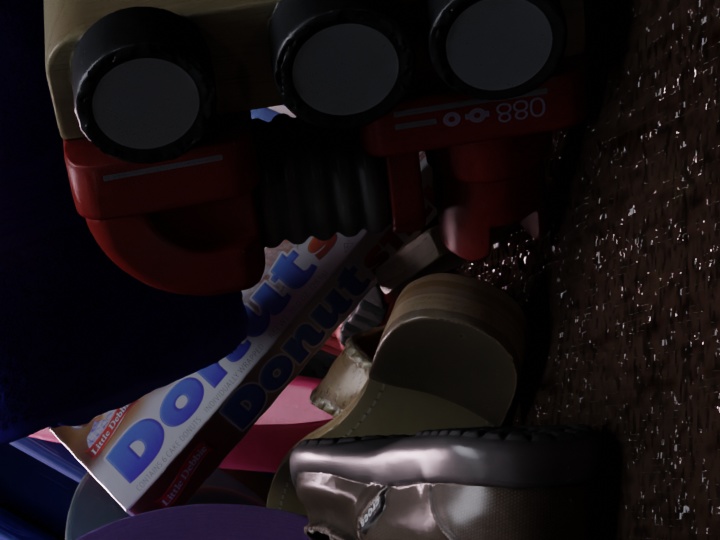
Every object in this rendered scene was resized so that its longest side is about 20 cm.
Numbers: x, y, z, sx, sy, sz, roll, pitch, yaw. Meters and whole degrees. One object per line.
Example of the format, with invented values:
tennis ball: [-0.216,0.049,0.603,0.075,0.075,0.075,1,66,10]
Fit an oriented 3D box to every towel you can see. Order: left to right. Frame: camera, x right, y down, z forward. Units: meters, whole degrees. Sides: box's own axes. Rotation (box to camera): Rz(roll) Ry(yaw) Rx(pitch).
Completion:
towel: [-0.102,-0.049,0.937,0.147,0.049,0.201,-28,-70,-53]

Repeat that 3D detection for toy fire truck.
toy fire truck: [-0.010,-0.039,0.914,0.129,0.175,0.201,-102,2,-53]

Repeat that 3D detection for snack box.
snack box: [-0.037,0.008,1.037,0.200,0.024,0.072,-49,42,-3]

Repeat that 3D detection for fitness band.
fitness band: [-0.074,0.061,1.143,0.199,0.143,0.038,8,91,36]

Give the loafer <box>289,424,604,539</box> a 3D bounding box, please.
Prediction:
loafer: [0.023,0.091,0.894,0.200,0.073,0.071,160,109,-74]

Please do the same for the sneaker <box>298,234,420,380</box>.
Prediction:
sneaker: [0.000,0.000,1.177,0.200,0.073,0.087,104,-170,-66]

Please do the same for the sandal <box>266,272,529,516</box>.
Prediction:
sandal: [0.024,0.046,1.011,0.212,0.077,0.070,118,174,-56]

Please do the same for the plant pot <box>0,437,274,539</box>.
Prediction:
plant pot: [-0.116,0.057,1.365,0.180,0.199,0.200,-62,-4,-22]

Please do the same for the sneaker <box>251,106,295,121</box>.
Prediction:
sneaker: [-0.088,-0.093,1.184,0.074,0.199,0.082,-55,-16,-36]

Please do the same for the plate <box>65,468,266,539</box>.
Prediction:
plate: [-0.042,0.154,1.091,0.026,0.200,0.201,-38,35,23]

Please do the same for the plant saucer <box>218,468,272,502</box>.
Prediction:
plant saucer: [-0.049,0.163,1.163,0.200,0.029,0.201,47,-153,-33]

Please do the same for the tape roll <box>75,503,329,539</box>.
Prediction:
tape roll: [-0.047,0.183,0.944,0.066,0.199,0.201,102,167,-47]
